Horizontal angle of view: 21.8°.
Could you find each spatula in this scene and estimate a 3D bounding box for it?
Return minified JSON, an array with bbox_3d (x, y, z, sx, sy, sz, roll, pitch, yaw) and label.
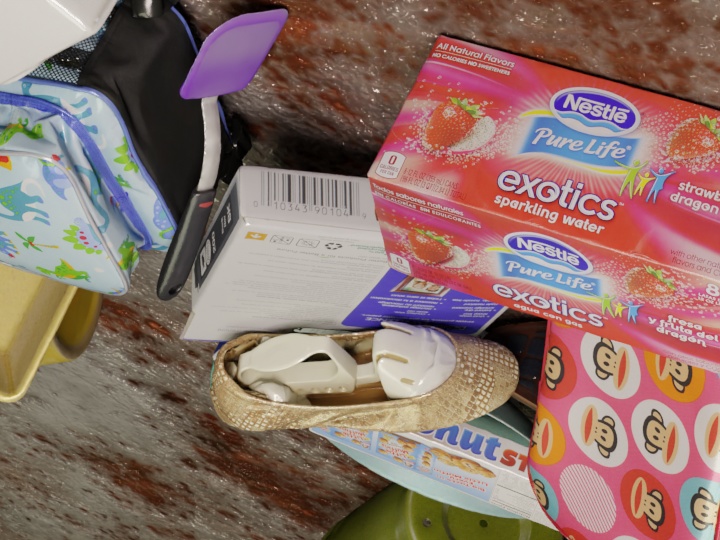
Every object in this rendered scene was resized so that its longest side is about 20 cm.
[{"bbox_3d":[-0.089,-0.063,1.075,0.021,0.056,0.202,39,126,32],"label":"spatula"}]

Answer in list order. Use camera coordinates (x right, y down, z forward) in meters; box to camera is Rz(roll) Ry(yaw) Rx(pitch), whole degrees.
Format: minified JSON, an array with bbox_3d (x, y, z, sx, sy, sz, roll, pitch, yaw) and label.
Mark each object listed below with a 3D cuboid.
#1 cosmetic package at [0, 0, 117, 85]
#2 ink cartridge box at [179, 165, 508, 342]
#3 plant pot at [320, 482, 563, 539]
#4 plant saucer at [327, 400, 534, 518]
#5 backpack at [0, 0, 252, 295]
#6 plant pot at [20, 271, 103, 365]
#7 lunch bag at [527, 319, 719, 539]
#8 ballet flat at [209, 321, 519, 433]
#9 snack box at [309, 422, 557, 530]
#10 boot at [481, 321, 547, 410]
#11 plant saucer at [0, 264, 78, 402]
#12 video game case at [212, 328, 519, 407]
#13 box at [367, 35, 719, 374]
[{"bbox_3d":[-0.195,-0.210,0.860,0.200,0.166,0.164,38,154,-24],"label":"cosmetic package"},{"bbox_3d":[0.000,0.000,1.145,0.196,0.044,0.200,5,157,-15],"label":"ink cartridge box"},{"bbox_3d":[0.071,0.238,1.490,0.199,0.201,0.193,27,144,-1],"label":"plant pot"},{"bbox_3d":[0.056,0.107,1.290,0.199,0.039,0.202,20,155,10],"label":"plant saucer"},{"bbox_3d":[-0.196,-0.089,1.127,0.198,0.148,0.184,17,152,26],"label":"backpack"},{"bbox_3d":[-0.294,-0.004,1.358,0.187,0.203,0.201,3,151,12],"label":"plant pot"},{"bbox_3d":[0.181,0.097,1.062,0.176,0.081,0.202,39,136,39],"label":"lunch bag"},{"bbox_3d":[-0.001,0.064,1.170,0.198,0.071,0.066,-8,145,7],"label":"ballet flat"},{"bbox_3d":[0.060,0.121,1.235,0.198,0.024,0.072,21,156,7],"label":"snack box"},{"bbox_3d":[0.171,0.097,1.220,0.198,0.075,0.097,16,151,17],"label":"boot"},{"bbox_3d":[-0.270,-0.042,1.254,0.198,0.201,0.048,26,173,0],"label":"plant saucer"},{"bbox_3d":[0.005,0.063,1.350,0.180,0.046,0.200,30,155,-10],"label":"video game case"},{"bbox_3d":[0.114,-0.036,0.978,0.198,0.100,0.096,18,153,19],"label":"box"}]
